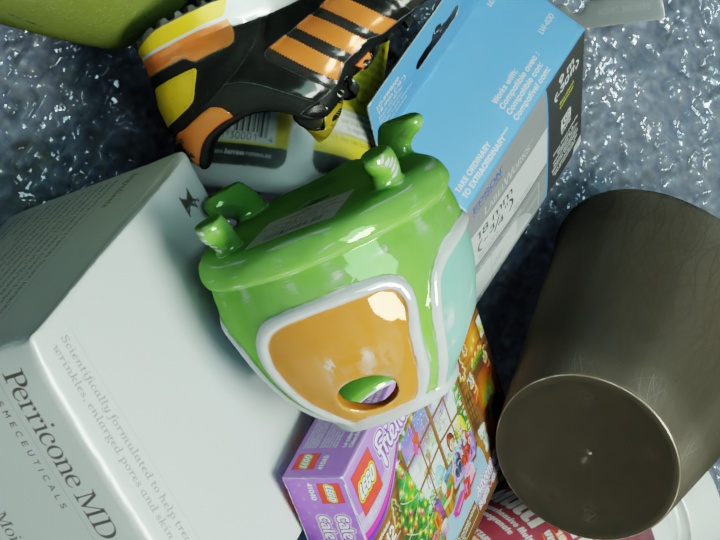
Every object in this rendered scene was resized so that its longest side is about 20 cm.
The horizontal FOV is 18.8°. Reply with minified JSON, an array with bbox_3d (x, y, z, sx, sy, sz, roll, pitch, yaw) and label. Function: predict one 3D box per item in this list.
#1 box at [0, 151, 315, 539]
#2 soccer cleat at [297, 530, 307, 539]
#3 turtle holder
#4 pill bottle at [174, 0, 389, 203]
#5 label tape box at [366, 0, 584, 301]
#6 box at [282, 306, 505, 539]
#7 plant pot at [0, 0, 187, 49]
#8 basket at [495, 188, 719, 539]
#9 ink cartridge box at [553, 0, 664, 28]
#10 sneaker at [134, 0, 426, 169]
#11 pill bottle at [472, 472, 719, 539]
[{"bbox_3d":[-0.130,0.080,1.132,0.199,0.131,0.200,61,30,-18],"label":"box"},{"bbox_3d":[-0.003,0.113,1.310,0.070,0.086,0.200,24,53,-8],"label":"soccer cleat"},{"bbox_3d":[-0.009,0.005,1.129,0.141,0.185,0.132,-26,101,-11],"label":"turtle holder"},{"bbox_3d":[-0.039,-0.136,1.246,0.114,0.114,0.200,12,84,-34],"label":"pill bottle"},{"bbox_3d":[0.072,-0.084,1.284,0.144,0.063,0.200,-56,162,-20],"label":"label tape box"},{"bbox_3d":[0.028,0.104,1.217,0.200,0.039,0.137,-60,139,-48],"label":"box"},{"bbox_3d":[-0.178,-0.202,1.130,0.200,0.187,0.187,37,70,-46],"label":"plant pot"},{"bbox_3d":[0.166,0.063,1.323,0.180,0.136,0.200,40,36,1],"label":"basket"},{"bbox_3d":[0.134,-0.251,1.335,0.047,0.160,0.200,-16,100,-32],"label":"ink cartridge box"},{"bbox_3d":[-0.015,-0.119,1.157,0.200,0.070,0.090,-20,89,3],"label":"sneaker"},{"bbox_3d":[0.127,0.178,1.365,0.200,0.110,0.110,-24,104,-32],"label":"pill bottle"}]
